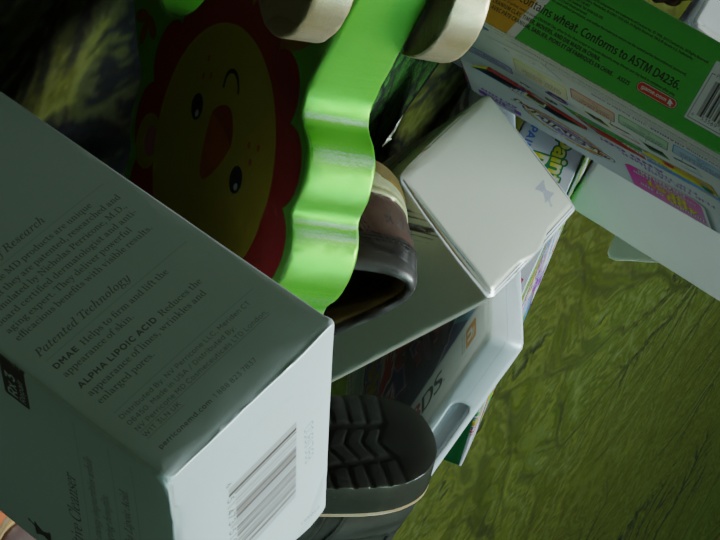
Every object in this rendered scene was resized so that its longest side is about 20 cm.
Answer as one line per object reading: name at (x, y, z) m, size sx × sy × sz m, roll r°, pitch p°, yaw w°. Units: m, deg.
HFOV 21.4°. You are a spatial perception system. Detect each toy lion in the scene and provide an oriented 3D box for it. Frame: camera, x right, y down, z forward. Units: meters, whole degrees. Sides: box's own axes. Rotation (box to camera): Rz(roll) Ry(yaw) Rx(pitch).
toy lion at (-0.041, -0.075, 0.678) m, size 0.068 × 0.200 × 0.192 m, roll 6°, pitch 132°, yaw -31°

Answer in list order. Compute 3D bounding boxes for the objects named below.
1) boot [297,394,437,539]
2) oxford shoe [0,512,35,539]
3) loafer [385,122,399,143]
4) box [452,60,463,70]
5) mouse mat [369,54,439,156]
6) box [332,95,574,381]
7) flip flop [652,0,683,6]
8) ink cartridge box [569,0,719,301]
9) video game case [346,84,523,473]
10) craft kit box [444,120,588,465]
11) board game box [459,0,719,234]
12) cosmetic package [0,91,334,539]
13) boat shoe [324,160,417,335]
boot at (-0.072, 0.128, 0.905) m, size 0.078 × 0.199 × 0.139 m, roll -95°, pitch -167°, yaw -44°
oxford shoe at (-0.151, 0.152, 0.836) m, size 0.071 × 0.073 × 0.200 m, roll -43°, pitch 171°, yaw -11°
loafer at (-0.015, -0.087, 0.863) m, size 0.076 × 0.068 × 0.200 m, roll -57°, pitch 159°, yaw 1°
box at (0.102, -0.208, 0.973) m, size 0.158 × 0.050 × 0.200 m, roll -49°, pitch 158°, yaw -20°
mouse mat at (0.043, -0.135, 0.813) m, size 0.200 × 0.008 × 0.161 m, roll -56°, pitch 168°, yaw -22°
box at (0.000, 0.000, 0.886) m, size 0.200 × 0.068 × 0.082 m, roll -31°, pitch -171°, yaw 47°
flip flop at (0.171, -0.175, 1.023) m, size 0.200 × 0.057 × 0.081 m, roll -22°, pitch 142°, yaw -60°
ink cartridge box at (0.215, -0.083, 1.047) m, size 0.129 × 0.125 × 0.200 m, roll -56°, pitch 177°, yaw -33°
video game case at (0.034, 0.020, 0.988) m, size 0.201 × 0.023 × 0.183 m, roll -87°, pitch -159°, yaw -45°
craft kit box at (0.088, -0.005, 1.136) m, size 0.200 × 0.048 × 0.198 m, roll 97°, pitch 15°, yaw -68°
board game box at (0.114, -0.081, 0.856) m, size 0.040 × 0.153 × 0.200 m, roll -59°, pitch 171°, yaw -1°
cosmetic package at (-0.108, 0.020, 0.632) m, size 0.081 × 0.200 × 0.113 m, roll -44°, pitch 153°, yaw -31°
boat shoe at (-0.073, 0.011, 0.761) m, size 0.199 × 0.065 × 0.073 m, roll -21°, pitch 131°, yaw 1°
